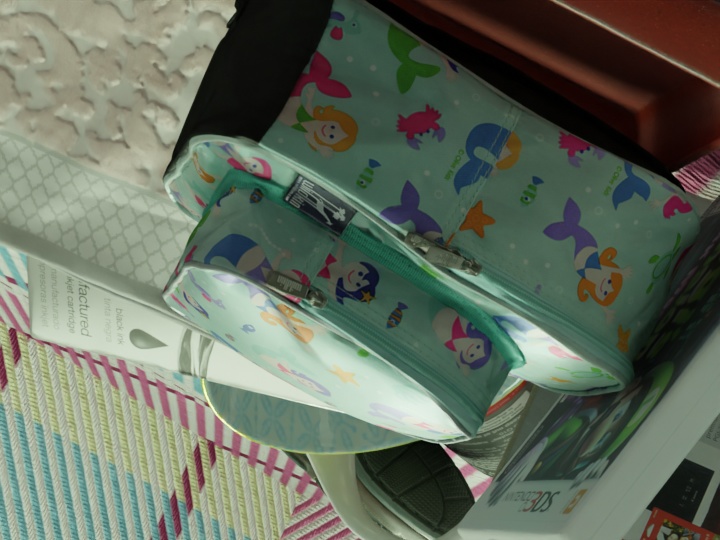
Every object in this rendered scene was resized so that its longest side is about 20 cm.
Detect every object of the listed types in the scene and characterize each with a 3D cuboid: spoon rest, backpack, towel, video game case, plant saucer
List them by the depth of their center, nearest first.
[{"bbox_3d":[0.049,-0.102,0.962,0.200,0.037,0.200,28,171,-5],"label":"plant saucer"},{"bbox_3d":[0.024,-0.016,0.980,0.200,0.151,0.178,22,170,-7],"label":"backpack"},{"bbox_3d":[0.124,0.034,1.010,0.023,0.200,0.182,41,170,-5],"label":"video game case"},{"bbox_3d":[-0.083,-0.068,1.127,0.200,0.191,0.032,23,-153,13],"label":"towel"},{"bbox_3d":[-0.011,0.097,1.469,0.200,0.061,0.099,47,-173,21],"label":"spoon rest"}]

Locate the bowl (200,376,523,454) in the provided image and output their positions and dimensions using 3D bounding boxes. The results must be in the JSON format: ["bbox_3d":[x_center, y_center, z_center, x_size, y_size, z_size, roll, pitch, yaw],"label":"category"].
[{"bbox_3d":[0.000,0.000,1.376,0.200,0.200,0.108,36,-150,-46],"label":"bowl"}]

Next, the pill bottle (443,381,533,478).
[{"bbox_3d":[0.089,0.066,1.556,0.114,0.114,0.200,20,169,32],"label":"pill bottle"}]

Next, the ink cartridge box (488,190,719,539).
[{"bbox_3d":[0.165,0.080,1.150,0.175,0.200,0.084,24,172,10],"label":"ink cartridge box"}]

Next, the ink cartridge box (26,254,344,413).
[{"bbox_3d":[-0.054,-0.025,1.201,0.200,0.146,0.084,12,-152,21],"label":"ink cartridge box"}]

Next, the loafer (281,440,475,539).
[{"bbox_3d":[-0.009,0.110,1.558,0.200,0.063,0.072,45,-141,18],"label":"loafer"}]
